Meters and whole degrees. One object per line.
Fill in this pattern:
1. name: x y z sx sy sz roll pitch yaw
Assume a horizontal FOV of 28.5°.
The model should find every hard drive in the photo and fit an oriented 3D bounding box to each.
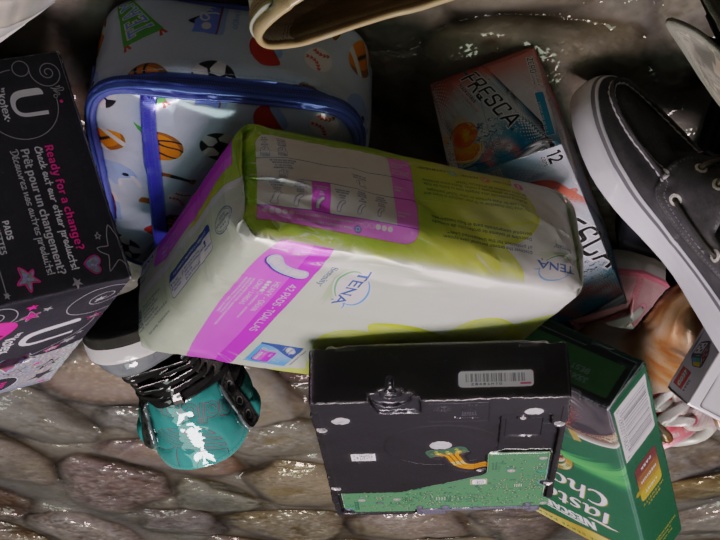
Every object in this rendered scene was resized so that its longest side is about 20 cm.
1. hard drive: 0.046 0.095 0.819 0.138 0.038 0.200 -2 153 4

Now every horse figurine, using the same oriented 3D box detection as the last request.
1. horse figurine: 0.183 0.070 0.910 0.199 0.050 0.133 -13 122 52

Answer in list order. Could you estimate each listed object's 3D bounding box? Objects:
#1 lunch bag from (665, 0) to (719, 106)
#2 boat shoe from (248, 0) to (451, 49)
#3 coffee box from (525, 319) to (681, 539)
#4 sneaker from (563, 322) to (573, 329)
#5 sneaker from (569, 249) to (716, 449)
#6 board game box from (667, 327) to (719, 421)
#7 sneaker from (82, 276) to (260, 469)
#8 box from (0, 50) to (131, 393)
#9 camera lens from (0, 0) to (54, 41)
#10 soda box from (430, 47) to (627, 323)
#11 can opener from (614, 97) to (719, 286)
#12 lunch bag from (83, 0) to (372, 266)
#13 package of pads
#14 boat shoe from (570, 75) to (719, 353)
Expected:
1. lunch bag: 0.198 -0.104 0.580 0.117 0.202 0.164 -18 148 29
2. boat shoe: 0.042 -0.146 0.639 0.198 0.063 0.073 -13 149 20
3. coffee box: 0.136 0.107 0.911 0.122 0.044 0.201 25 154 34
4. sneaker: 0.078 0.044 0.985 0.088 0.075 0.199 -24 144 33
5. sneaker: 0.200 0.064 0.995 0.075 0.106 0.200 -17 147 30
6. board game box: 0.282 0.013 0.817 0.125 0.035 0.201 26 100 -17
7. sneaker: -0.115 0.068 0.874 0.083 0.122 0.200 -10 -171 9
8. box: -0.212 -0.010 0.759 0.114 0.133 0.200 -15 168 -27
9. camera lens: -0.217 -0.134 0.550 0.199 0.161 0.159 -25 144 37
10. soda box: 0.102 -0.041 0.828 0.063 0.069 0.200 -18 149 13
11. can opener: 0.204 -0.050 0.825 0.078 0.064 0.200 2 152 -4
12. lunch bag: -0.076 -0.063 0.783 0.159 0.076 0.201 3 151 -4
13. package of pads: 0.000 0.000 0.749 0.198 0.069 0.155 10 149 -25
14. boat shoe: 0.189 -0.029 0.751 0.070 0.201 0.066 -19 165 -44
